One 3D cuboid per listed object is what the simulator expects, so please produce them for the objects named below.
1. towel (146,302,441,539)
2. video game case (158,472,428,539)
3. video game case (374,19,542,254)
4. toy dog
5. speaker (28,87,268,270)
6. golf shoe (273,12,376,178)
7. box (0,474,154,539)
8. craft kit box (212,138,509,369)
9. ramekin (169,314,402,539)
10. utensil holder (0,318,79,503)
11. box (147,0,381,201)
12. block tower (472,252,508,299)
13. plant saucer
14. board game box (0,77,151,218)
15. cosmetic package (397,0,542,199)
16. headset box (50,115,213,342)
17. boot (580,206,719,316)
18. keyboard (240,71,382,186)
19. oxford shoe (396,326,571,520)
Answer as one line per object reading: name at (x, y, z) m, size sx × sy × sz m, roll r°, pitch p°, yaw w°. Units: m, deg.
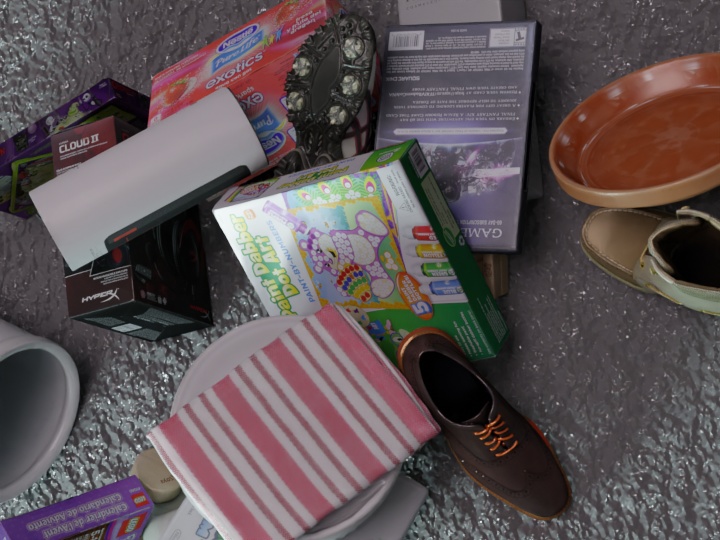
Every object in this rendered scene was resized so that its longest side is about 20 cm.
towel at (-0.053, 0.133, 1.342) m, size 0.200 × 0.030 × 0.146 m, roll -35°, pitch 73°, yaw -15°
video game case at (-0.067, 0.230, 1.426) m, size 0.182 × 0.024 × 0.200 m, roll 27°, pitch 67°, yaw 12°
video game case at (0.079, -0.115, 1.418) m, size 0.143 × 0.019 × 0.200 m, roll 2°, pitch 82°, yaw 26°
toy dog at (-0.141, 0.252, 1.489) m, size 0.132 × 0.096 × 0.200 m, roll -44°, pitch 63°, yaw 59°
speaker at (-0.186, -0.080, 1.438) m, size 0.200 × 0.081 × 0.081 m, roll -29°, pitch 66°, yaw -8°
golf shoe at (-0.022, -0.133, 1.457) m, size 0.077 × 0.088 × 0.200 m, roll 25°, pitch 113°, yaw 24°
box at (-0.275, 0.271, 1.474) m, size 0.039 × 0.137 × 0.200 m, roll 53°, pitch 138°, yaw 25°
craft kit box at (0.000, 0.000, 1.416) m, size 0.197 × 0.049 × 0.200 m, roll -12°, pitch 116°, yaw 35°
ramekin at (-0.061, 0.148, 1.400) m, size 0.202 × 0.094 × 0.203 m, roll 1°, pitch 65°, yaw -1°
utensil holder at (-0.404, 0.111, 1.602) m, size 0.200 × 0.170 × 0.170 m, roll 23°, pitch 90°, yaw 29°
box at (-0.088, -0.165, 1.528) m, size 0.200 × 0.103 × 0.095 m, roll -27°, pitch 36°, yaw 19°
block tower at (0.029, -0.008, 1.472) m, size 0.200 × 0.054 × 0.058 m, roll 2°, pitch 101°, yaw 26°
plant saucer at (0.254, -0.112, 1.348) m, size 0.200 × 0.032 × 0.200 m, roll -19°, pitch 31°, yaw 12°
board game box at (-0.291, -0.117, 1.621) m, size 0.200 × 0.120 × 0.032 m, roll -28°, pitch 66°, yaw 17°
cosmetic package at (0.097, -0.159, 1.469) m, size 0.101 × 0.071 × 0.200 m, roll -11°, pitch 74°, yaw 24°
headset box at (-0.216, -0.046, 1.553) m, size 0.075 × 0.149 × 0.200 m, roll -15°, pitch 73°, yaw 21°
boot at (0.250, -0.015, 1.317) m, size 0.200 × 0.155 × 0.072 m, roll 25°, pitch 91°, yaw 28°
keyboard at (-0.030, -0.097, 1.547) m, size 0.200 × 0.021 × 0.127 m, roll -28°, pitch 68°, yaw 19°
oxford shoe at (0.103, 0.135, 1.366) m, size 0.071 × 0.073 × 0.200 m, roll -44°, pitch 96°, yaw 1°
